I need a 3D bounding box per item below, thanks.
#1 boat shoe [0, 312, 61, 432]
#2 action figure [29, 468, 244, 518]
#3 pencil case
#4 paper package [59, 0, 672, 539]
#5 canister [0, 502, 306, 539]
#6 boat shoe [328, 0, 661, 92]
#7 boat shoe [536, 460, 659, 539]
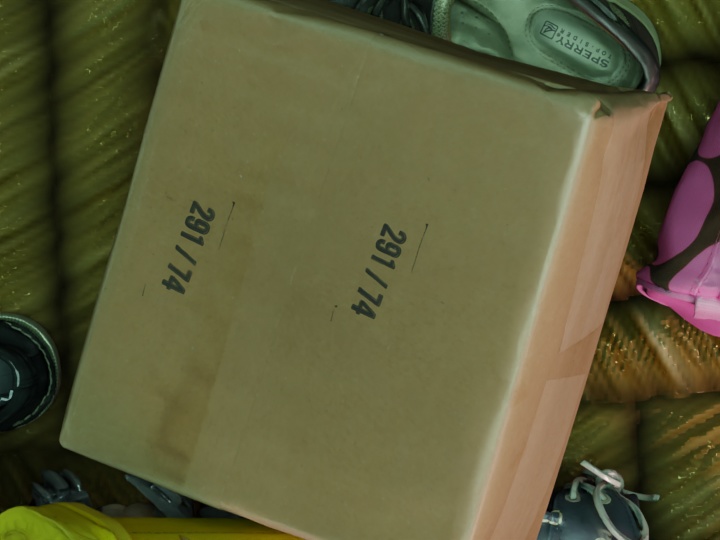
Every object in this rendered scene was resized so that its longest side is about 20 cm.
[{"bbox_3d":[-0.226,0.064,1.116,0.199,0.066,0.075,-8,97,-2],"label":"boat shoe"},{"bbox_3d":[-0.113,0.151,1.125,0.200,0.069,0.130,-38,102,5],"label":"action figure"},{"bbox_3d":[0.186,-0.065,1.111,0.091,0.094,0.200,21,95,-5],"label":"pencil case"},{"bbox_3d":[0.000,0.000,1.050,0.190,0.103,0.200,19,101,19],"label":"paper package"},{"bbox_3d":[-0.053,0.169,1.051,0.200,0.086,0.149,5,97,-38],"label":"canister"},{"bbox_3d":[0.036,-0.118,1.111,0.200,0.066,0.072,21,94,-5],"label":"boat shoe"},{"bbox_3d":[0.107,0.120,1.132,0.200,0.075,0.062,31,93,-1],"label":"boat shoe"}]
